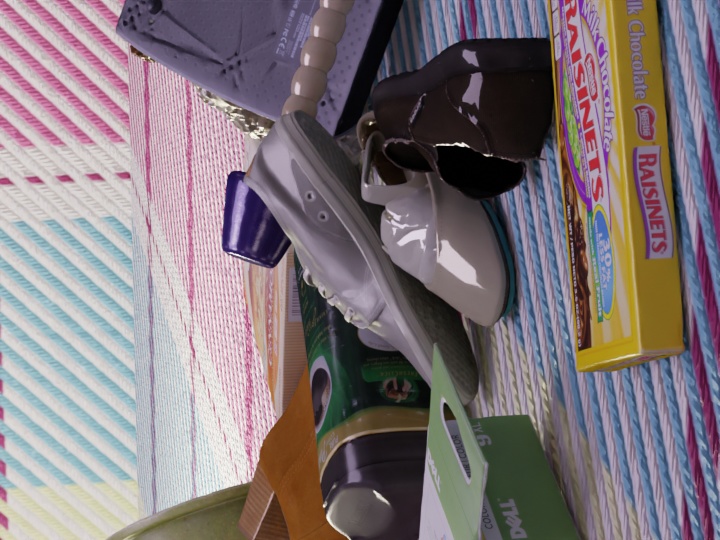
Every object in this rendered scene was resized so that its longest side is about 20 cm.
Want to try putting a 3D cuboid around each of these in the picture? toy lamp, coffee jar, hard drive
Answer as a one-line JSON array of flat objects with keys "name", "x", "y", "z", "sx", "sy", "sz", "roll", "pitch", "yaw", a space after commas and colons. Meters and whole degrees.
[{"name": "toy lamp", "x": -0.037, "y": -0.101, "z": 1.573, "sx": 0.058, "sy": 0.058, "sz": 0.201, "roll": 163, "pitch": 126, "yaw": -79}, {"name": "coffee jar", "x": 0.012, "y": 0.060, "z": 1.573, "sx": 0.104, "sy": 0.085, "sz": 0.201, "roll": 115, "pitch": 152, "yaw": -62}, {"name": "hard drive", "x": -0.061, "y": -0.174, "z": 1.673, "sx": 0.199, "sy": 0.042, "sz": 0.136, "roll": 27, "pitch": 102, "yaw": 33}]

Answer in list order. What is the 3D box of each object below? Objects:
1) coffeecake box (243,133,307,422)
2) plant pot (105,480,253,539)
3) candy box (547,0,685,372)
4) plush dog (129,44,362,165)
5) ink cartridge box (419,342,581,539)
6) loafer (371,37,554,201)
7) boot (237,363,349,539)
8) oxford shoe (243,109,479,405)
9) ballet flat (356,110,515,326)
[{"name": "coffeecake box", "x": -0.036, "y": 0.002, "z": 1.858, "sx": 0.200, "sy": 0.072, "sz": 0.154, "roll": -109, "pitch": 18, "yaw": -58}, {"name": "plant pot", "x": -0.068, "y": 0.260, "z": 1.864, "sx": 0.200, "sy": 0.199, "sz": 0.185, "roll": 118, "pitch": 135, "yaw": -71}, {"name": "candy box", "x": 0.112, "y": -0.058, "z": 1.157, "sx": 0.102, "sy": 0.026, "sz": 0.202, "roll": 153, "pitch": 113, "yaw": -75}, {"name": "plush dog", "x": -0.051, "y": -0.180, "z": 1.759, "sx": 0.172, "sy": 0.160, "sz": 0.201, "roll": -37, "pitch": 54, "yaw": 46}, {"name": "ink cartridge box", "x": 0.070, "y": 0.144, "z": 1.346, "sx": 0.104, "sy": 0.059, "sz": 0.201, "roll": -109, "pitch": 19, "yaw": -53}, {"name": "loafer", "x": 0.051, "y": -0.071, "z": 1.353, "sx": 0.200, "sy": 0.072, "sz": 0.072, "roll": 146, "pitch": 123, "yaw": -78}, {"name": "boot", "x": 0.001, "y": 0.146, "z": 1.707, "sx": 0.201, "sy": 0.071, "sz": 0.145, "roll": 34, "pitch": 103, "yaw": 44}, {"name": "oxford shoe", "x": 0.000, "y": 0.000, "z": 1.504, "sx": 0.200, "sy": 0.058, "sz": 0.075, "roll": 54, "pitch": -165, "yaw": 9}, {"name": "ballet flat", "x": 0.035, "y": -0.035, "z": 1.473, "sx": 0.200, "sy": 0.069, "sz": 0.070, "roll": -108, "pitch": 18, "yaw": -54}]
